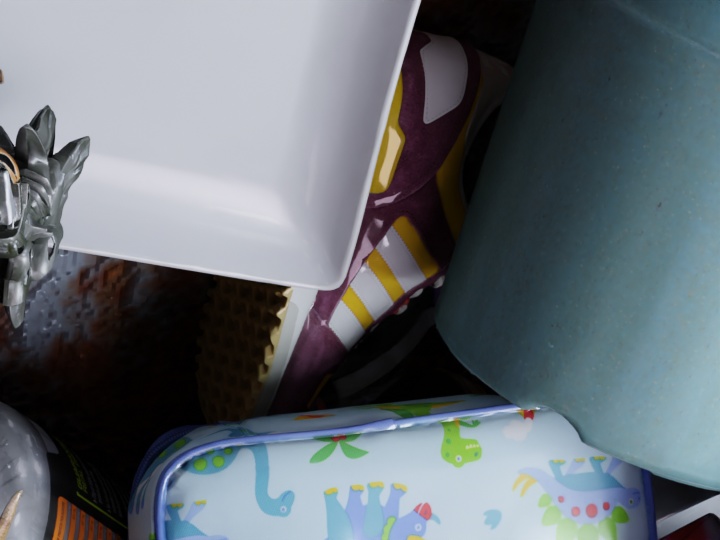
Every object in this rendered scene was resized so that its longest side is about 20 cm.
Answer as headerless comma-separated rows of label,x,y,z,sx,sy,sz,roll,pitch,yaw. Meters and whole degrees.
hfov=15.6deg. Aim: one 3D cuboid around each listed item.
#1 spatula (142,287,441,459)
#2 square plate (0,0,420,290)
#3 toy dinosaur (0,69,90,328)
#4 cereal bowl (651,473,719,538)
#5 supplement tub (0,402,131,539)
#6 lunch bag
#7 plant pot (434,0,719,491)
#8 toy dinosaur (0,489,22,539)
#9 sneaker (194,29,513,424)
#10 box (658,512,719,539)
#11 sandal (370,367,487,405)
spatula,0.001,0.040,1.099,0.199,0.021,0.057,-25,139,-8
square plate,-0.080,-0.093,0.905,0.196,0.029,0.201,9,124,-11
toy dinosaur,-0.153,-0.027,0.840,0.101,0.136,0.202,13,82,4
cereal bowl,0.123,0.091,1.142,0.199,0.084,0.200,-23,161,-8
supplement tub,-0.136,0.127,1.026,0.122,0.123,0.200,-40,134,8
lunch bag,0.012,0.131,0.986,0.198,0.082,0.162,-6,90,-15
plant pot,0.129,-0.040,0.954,0.199,0.200,0.197,11,110,-35
toy dinosaur,-0.195,0.143,0.907,0.198,0.061,0.107,-10,137,11
sneaker,0.000,0.000,1.028,0.089,0.075,0.201,5,125,-25
box,0.149,0.180,1.129,0.095,0.100,0.200,-29,160,9
sandal,-0.009,0.129,1.129,0.212,0.078,0.069,-44,144,17
